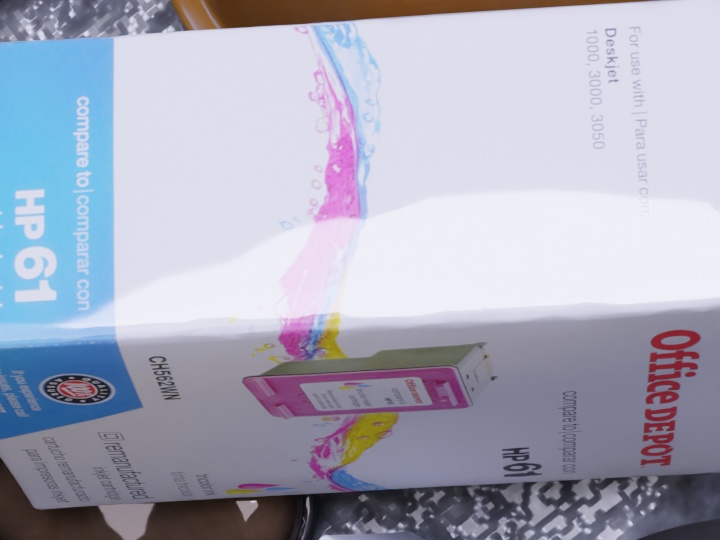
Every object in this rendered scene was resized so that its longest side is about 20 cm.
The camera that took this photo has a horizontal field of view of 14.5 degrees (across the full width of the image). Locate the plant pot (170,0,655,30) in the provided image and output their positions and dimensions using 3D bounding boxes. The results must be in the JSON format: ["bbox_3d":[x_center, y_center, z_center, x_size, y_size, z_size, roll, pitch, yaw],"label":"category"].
[{"bbox_3d":[0.023,-0.126,0.761,0.200,0.183,0.201,-1,85,11],"label":"plant pot"}]

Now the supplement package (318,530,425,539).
[{"bbox_3d":[0.057,0.167,0.765,0.200,0.114,0.110,31,92,12],"label":"supplement package"}]

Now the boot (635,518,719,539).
[{"bbox_3d":[0.065,0.108,0.685,0.200,0.074,0.076,-16,94,16],"label":"boot"}]

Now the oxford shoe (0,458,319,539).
[{"bbox_3d":[-0.113,0.073,0.823,0.199,0.084,0.073,-4,83,9],"label":"oxford shoe"}]

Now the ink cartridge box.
[{"bbox_3d":[0.000,0.000,0.733,0.199,0.145,0.085,-5,70,3],"label":"ink cartridge box"}]
